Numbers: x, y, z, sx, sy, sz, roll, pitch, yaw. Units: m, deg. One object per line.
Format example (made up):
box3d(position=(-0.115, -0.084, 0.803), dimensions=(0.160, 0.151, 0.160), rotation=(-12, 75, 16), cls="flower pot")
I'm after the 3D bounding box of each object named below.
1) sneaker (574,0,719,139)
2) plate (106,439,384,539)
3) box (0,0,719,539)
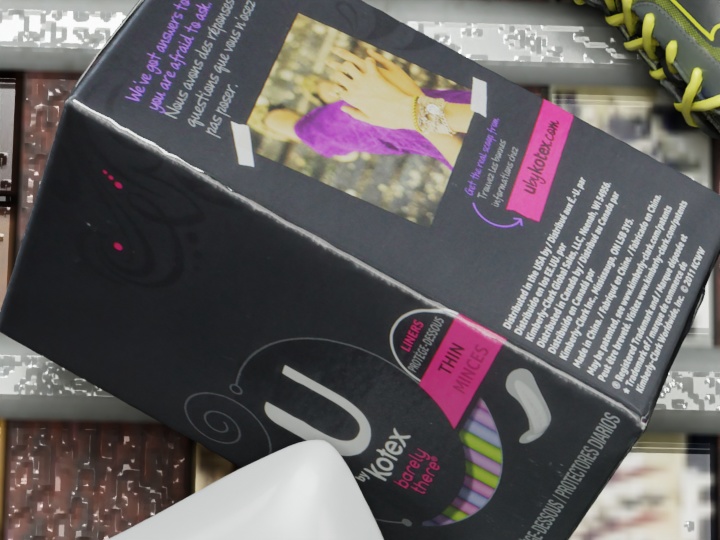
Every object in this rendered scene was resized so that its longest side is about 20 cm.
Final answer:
box3d(position=(0.121, -0.091, 0.870), dimensions=(0.199, 0.074, 0.085), rotation=(19, 80, 1), cls="sneaker")
box3d(position=(-0.056, 0.183, 0.792), dimensions=(0.199, 0.032, 0.201), rotation=(-26, 88, 12), cls="plate")
box3d(position=(0.000, 0.000, 0.808), dimensions=(0.199, 0.122, 0.106), rotation=(29, 48, 3), cls="box")
